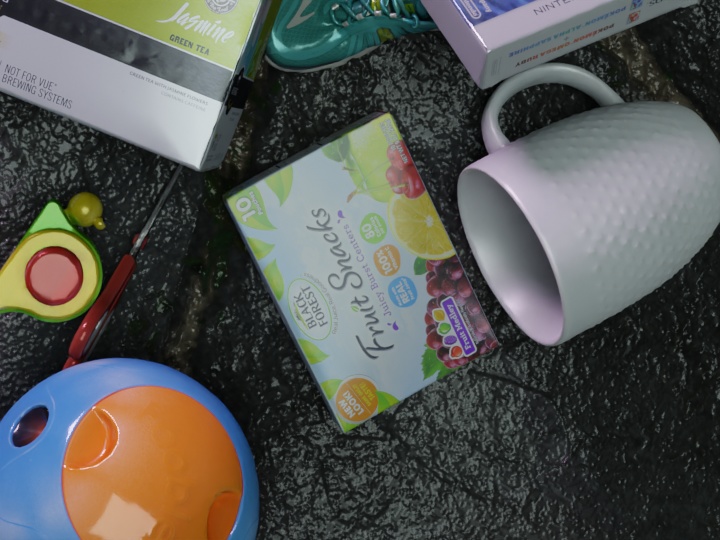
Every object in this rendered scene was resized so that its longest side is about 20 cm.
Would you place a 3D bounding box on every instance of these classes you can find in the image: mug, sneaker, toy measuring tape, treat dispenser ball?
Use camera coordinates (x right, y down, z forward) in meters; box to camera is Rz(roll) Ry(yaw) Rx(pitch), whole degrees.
[{"bbox_3d":[0.171,-0.070,1.051,0.174,0.148,0.201,-27,72,-15],"label":"mug"},{"bbox_3d":[0.018,-0.201,1.022,0.198,0.080,0.079,-19,102,-8],"label":"sneaker"},{"bbox_3d":[-0.243,0.033,1.008,0.073,0.074,0.201,35,90,-14],"label":"toy measuring tape"},{"bbox_3d":[-0.170,0.163,0.974,0.198,0.201,0.204,-2,98,-11],"label":"treat dispenser ball"}]

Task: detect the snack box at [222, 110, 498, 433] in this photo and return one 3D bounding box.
[{"bbox_3d":[0.000,0.000,1.060,0.141,0.053,0.202,-28,102,-5],"label":"snack box"}]

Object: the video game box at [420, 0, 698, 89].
[{"bbox_3d":[0.117,-0.242,0.986,0.180,0.047,0.201,-22,63,-17],"label":"video game box"}]

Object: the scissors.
[{"bbox_3d":[-0.172,-0.010,1.038,0.014,0.073,0.202,26,68,-2],"label":"scissors"}]

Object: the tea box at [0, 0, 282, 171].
[{"bbox_3d":[-0.157,-0.196,0.938,0.198,0.134,0.199,22,96,-1],"label":"tea box"}]
